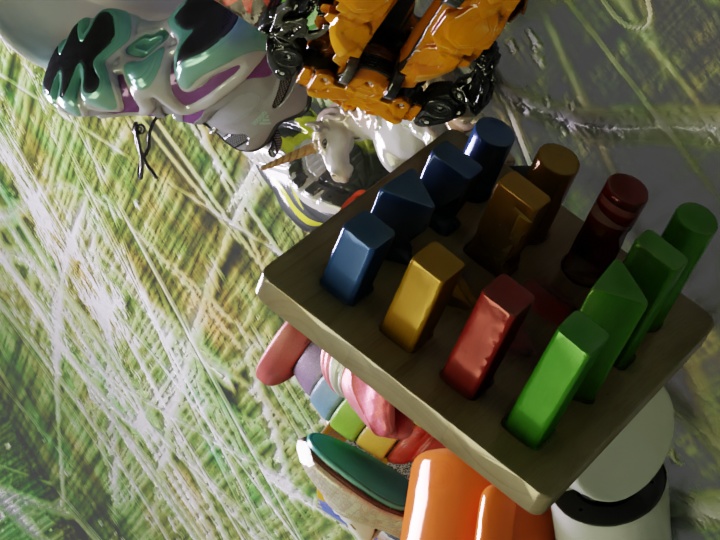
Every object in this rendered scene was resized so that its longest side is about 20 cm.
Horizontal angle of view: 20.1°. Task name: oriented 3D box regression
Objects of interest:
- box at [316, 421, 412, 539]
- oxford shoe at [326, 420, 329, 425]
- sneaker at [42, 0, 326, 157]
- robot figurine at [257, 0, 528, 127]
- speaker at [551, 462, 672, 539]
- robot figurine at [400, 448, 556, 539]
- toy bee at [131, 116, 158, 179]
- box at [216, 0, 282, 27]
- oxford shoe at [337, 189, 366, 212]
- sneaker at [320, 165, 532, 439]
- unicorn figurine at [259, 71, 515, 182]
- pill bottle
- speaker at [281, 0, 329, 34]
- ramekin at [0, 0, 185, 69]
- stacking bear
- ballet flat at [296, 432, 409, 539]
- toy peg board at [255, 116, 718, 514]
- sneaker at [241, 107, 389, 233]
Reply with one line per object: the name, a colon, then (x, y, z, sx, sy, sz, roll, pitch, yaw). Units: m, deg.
box: (0.053, 0.204, 1.663, 0.199, 0.042, 0.119, 31, 152, 19)
oxford shoe: (-0.002, 0.124, 1.716, 0.075, 0.058, 0.201, 48, 157, 28)
sneaker: (-0.107, -0.114, 1.345, 0.199, 0.078, 0.140, -3, 152, 43)
robot figurine: (0.026, -0.150, 1.157, 0.144, 0.059, 0.200, 18, 152, -12)
speaker: (0.176, 0.204, 1.395, 0.081, 0.081, 0.201, 39, 154, 39)
robot figurine: (0.084, 0.200, 1.423, 0.116, 0.201, 0.143, 22, 159, -36)
toy bee: (-0.134, -0.166, 1.556, 0.131, 0.108, 0.201, 132, 128, -77)
box: (-0.071, -0.254, 1.157, 0.136, 0.039, 0.200, 34, 129, 2)
oxford shoe: (0.000, 0.000, 1.351, 0.072, 0.071, 0.200, 38, 167, -4)
sneaker: (0.063, 0.026, 1.267, 0.074, 0.200, 0.087, 23, -155, -42)
unicorn figurine: (0.031, -0.085, 1.331, 0.138, 0.074, 0.200, 52, 143, 15)
pill bottle: (0.108, 0.077, 1.315, 0.200, 0.112, 0.113, 26, 144, 54)
speaker: (-0.041, -0.234, 1.237, 0.088, 0.088, 0.201, 19, 137, 59)
ramekin: (-0.177, -0.240, 1.389, 0.094, 0.201, 0.203, -123, 13, -50)
stacking bear: (0.032, 0.098, 1.540, 0.200, 0.121, 0.114, 43, 168, 8)
ballet flat: (0.031, 0.193, 1.549, 0.199, 0.063, 0.068, 28, -161, -6)
toy peg board: (0.086, -0.006, 1.117, 0.199, 0.200, 0.098, 38, 134, 14)
sneaker: (-0.018, -0.063, 1.475, 0.085, 0.074, 0.200, 61, 169, -29)
